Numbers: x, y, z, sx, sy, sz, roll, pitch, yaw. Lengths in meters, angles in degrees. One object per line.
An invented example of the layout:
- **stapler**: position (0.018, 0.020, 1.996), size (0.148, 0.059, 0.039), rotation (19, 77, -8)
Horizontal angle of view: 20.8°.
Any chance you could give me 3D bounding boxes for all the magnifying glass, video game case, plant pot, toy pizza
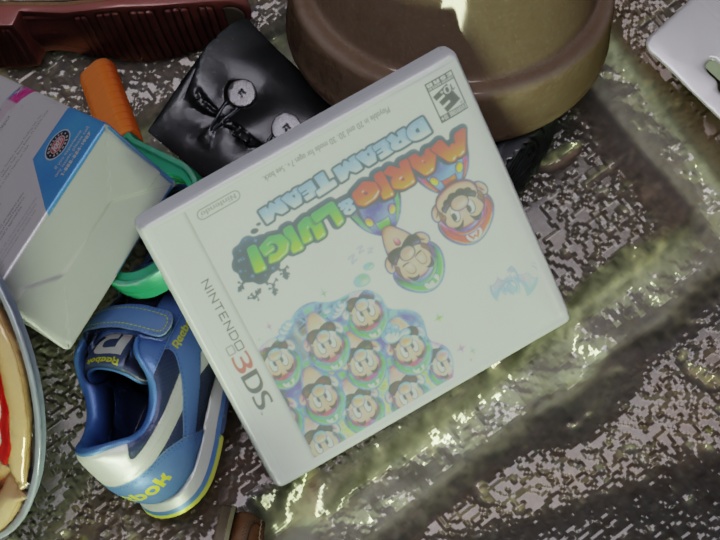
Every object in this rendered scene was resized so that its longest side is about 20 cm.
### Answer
- **magnifying glass**: position (-0.135, -0.060, 1.158), size (0.079, 0.022, 0.201), rotation (-40, 41, 14)
- **video game case**: position (0.000, 0.000, 1.104), size (0.199, 0.024, 0.183), rotation (-29, 115, -6)
- **plant pot**: position (0.054, -0.202, 1.131), size (0.198, 0.175, 0.201), rotation (1, 50, -1)
- **toy pizza**: position (-0.243, 0.058, 1.094), size (0.032, 0.200, 0.201), rotation (-19, 67, -40)

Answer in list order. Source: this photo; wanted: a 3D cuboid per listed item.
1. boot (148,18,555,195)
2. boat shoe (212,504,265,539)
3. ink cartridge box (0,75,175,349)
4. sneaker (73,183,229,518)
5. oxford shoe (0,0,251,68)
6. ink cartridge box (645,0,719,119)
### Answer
- **boot**: position (-0.006, -0.085, 1.189), size (0.200, 0.066, 0.165), rotation (38, 76, 18)
- **boat shoe**: position (-0.060, 0.233, 1.086), size (0.067, 0.072, 0.202), rotation (4, 82, 1)
- **ink cartridge box**: position (-0.211, -0.047, 1.150), size (0.199, 0.068, 0.116), rotation (26, 80, 46)
- **sneaker**: position (-0.115, 0.036, 1.132), size (0.074, 0.082, 0.202), rotation (-11, 64, 40)
- **oxford shoe**: position (-0.166, -0.175, 1.222), size (0.198, 0.071, 0.075), rotation (-2, 66, 2)
- **ink cartridge box**: position (0.275, -0.151, 1.187), size (0.200, 0.067, 0.116), rotation (-41, 75, -10)
